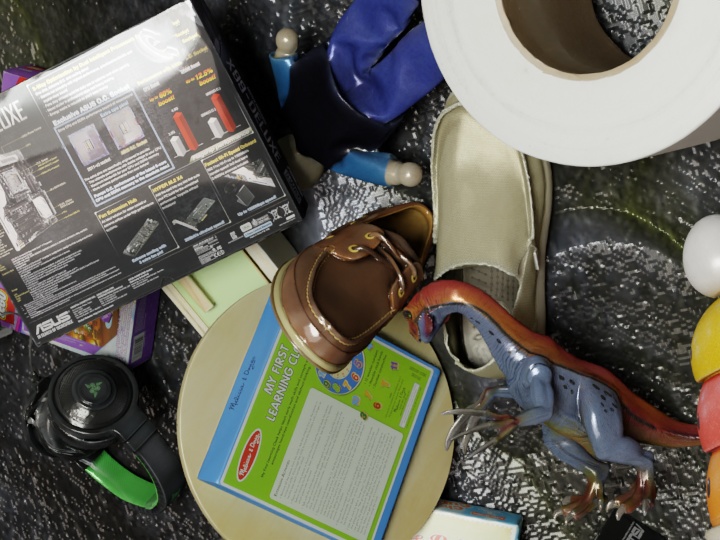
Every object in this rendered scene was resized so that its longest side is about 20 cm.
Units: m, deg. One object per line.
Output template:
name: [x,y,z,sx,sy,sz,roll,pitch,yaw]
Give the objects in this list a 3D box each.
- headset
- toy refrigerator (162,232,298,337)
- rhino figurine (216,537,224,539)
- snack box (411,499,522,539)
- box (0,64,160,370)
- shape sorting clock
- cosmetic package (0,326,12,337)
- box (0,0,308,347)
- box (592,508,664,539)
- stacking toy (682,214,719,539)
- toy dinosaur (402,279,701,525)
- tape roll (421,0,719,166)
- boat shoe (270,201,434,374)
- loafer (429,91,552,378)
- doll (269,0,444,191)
headset: [-0.220,0.112,1.100,0.200,0.094,0.123,49,149,-8]
toy refrigerator: [-0.133,-0.053,1.015,0.076,0.070,0.200,-35,104,14]
rhino figurine: [-0.065,0.285,1.111,0.087,0.060,0.201,-27,93,5]
snack box: [0.007,0.212,1.042,0.199,0.037,0.117,10,95,11]
box: [-0.210,-0.040,1.105,0.136,0.039,0.201,18,111,18]
shape sorting clock: [-0.028,0.103,0.989,0.039,0.200,0.201,-15,99,61]
cosmetic package: [-0.350,-0.031,1.165,0.082,0.051,0.201,-14,97,28]
box: [-0.157,-0.063,0.953,0.199,0.050,0.158,-26,103,8]
box: [0.114,0.275,0.956,0.047,0.193,0.200,32,114,16]
stacking toy: [0.248,0.060,0.896,0.146,0.146,0.201,-27,72,28]
toy dinosaur: [0.114,0.071,0.933,0.105,0.200,0.182,-12,106,62]
tape roll: [0.152,-0.164,0.836,0.202,0.139,0.204,6,102,29]
boat shoe: [0.000,0.000,0.930,0.068,0.200,0.072,-39,95,23]
loafer: [0.084,-0.021,0.959,0.075,0.068,0.201,-3,103,24]
doll: [-0.001,-0.112,0.963,0.137,0.048,0.200,52,131,4]
